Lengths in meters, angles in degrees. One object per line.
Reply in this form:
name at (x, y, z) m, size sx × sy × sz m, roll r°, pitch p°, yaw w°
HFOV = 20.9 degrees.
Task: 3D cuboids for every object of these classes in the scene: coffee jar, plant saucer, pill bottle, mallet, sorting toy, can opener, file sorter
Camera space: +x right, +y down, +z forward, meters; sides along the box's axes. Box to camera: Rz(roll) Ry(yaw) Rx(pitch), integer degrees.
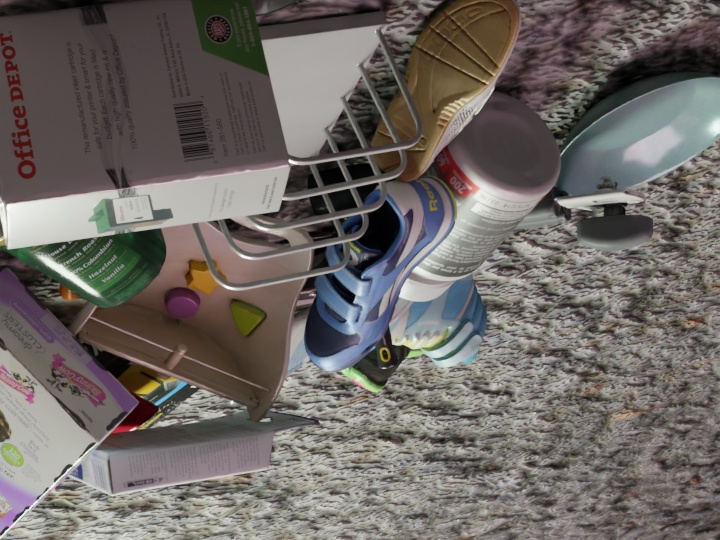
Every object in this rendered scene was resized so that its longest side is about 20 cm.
coffee jar at (-0.238, -0.050, 1.480) m, size 0.085 × 0.104 × 0.200 m, roll -37°, pitch 148°, yaw 13°
plant saucer at (0.267, -0.139, 1.863) m, size 0.201 × 0.039 × 0.201 m, roll -20°, pitch 157°, yaw -9°
pill bottle at (0.085, -0.062, 1.764) m, size 0.114 × 0.114 × 0.200 m, roll -7°, pitch 152°, yaw -34°
mallet at (0.013, -0.005, 1.758) m, size 0.066 × 0.200 × 0.041 m, roll -18°, pitch -159°, yaw 10°
sorting toy at (-0.135, 0.013, 1.725) m, size 0.200 × 0.107 × 0.180 m, roll 24°, pitch 123°, yaw -22°
can opener at (0.179, -0.051, 1.864) m, size 0.200 × 0.067 × 0.053 m, roll -3°, pitch 168°, yaw 28°
file sorter at (-0.051, -0.092, 1.557) m, size 0.139 × 0.125 × 0.200 m, roll -12°, pitch 154°, yaw -27°

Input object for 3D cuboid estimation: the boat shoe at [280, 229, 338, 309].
boat shoe at (-0.039, -0.002, 1.843) m, size 0.200 × 0.067 × 0.057 m, roll -17°, pitch 161°, yaw -6°

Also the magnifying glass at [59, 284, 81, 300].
magnifying glass at (-0.241, -0.028, 1.652) m, size 0.080 × 0.022 × 0.200 m, roll -16°, pitch 157°, yaw -17°

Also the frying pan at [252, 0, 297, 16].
frying pan at (-0.050, -0.210, 1.426) m, size 0.115 × 0.031 × 0.190 m, roll -33°, pitch 153°, yaw 26°

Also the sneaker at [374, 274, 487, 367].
sneaker at (0.053, 0.062, 1.903) m, size 0.200 × 0.131 × 0.080 m, roll -40°, pitch -154°, yaw -29°

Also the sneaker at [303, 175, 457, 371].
sneaker at (0.000, 0.000, 1.687) m, size 0.082 × 0.074 × 0.200 m, roll 1°, pitch 124°, yaw -56°

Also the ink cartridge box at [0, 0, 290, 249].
ink cartridge box at (-0.163, -0.106, 1.360) m, size 0.200 × 0.146 × 0.084 m, roll -8°, pitch 158°, yaw -12°

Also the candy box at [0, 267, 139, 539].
candy box at (-0.317, 0.122, 1.710) m, size 0.200 × 0.168 × 0.072 m, roll -42°, pitch -178°, yaw 38°

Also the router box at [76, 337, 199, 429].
router box at (-0.233, 0.105, 1.910) m, size 0.200 × 0.051 × 0.149 m, roll -38°, pitch 151°, yaw 31°

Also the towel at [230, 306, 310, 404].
towel at (-0.042, 0.054, 1.953) m, size 0.200 × 0.024 × 0.147 m, roll -31°, pitch 164°, yaw -34°

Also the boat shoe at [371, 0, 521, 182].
boat shoe at (0.077, -0.162, 1.612) m, size 0.069 × 0.071 × 0.200 m, roll -37°, pitch 167°, yaw -51°

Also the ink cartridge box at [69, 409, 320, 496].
ink cartridge box at (-0.158, 0.166, 1.798) m, size 0.200 × 0.041 × 0.200 m, roll -8°, pitch -178°, yaw -20°

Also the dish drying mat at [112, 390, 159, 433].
dish drying mat at (-0.283, 0.112, 1.822) m, size 0.077 × 0.018 × 0.200 m, roll -32°, pitch 138°, yaw 24°

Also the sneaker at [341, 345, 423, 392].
sneaker at (0.032, 0.060, 1.989) m, size 0.084 × 0.077 × 0.200 m, roll -57°, pitch 169°, yaw 30°
